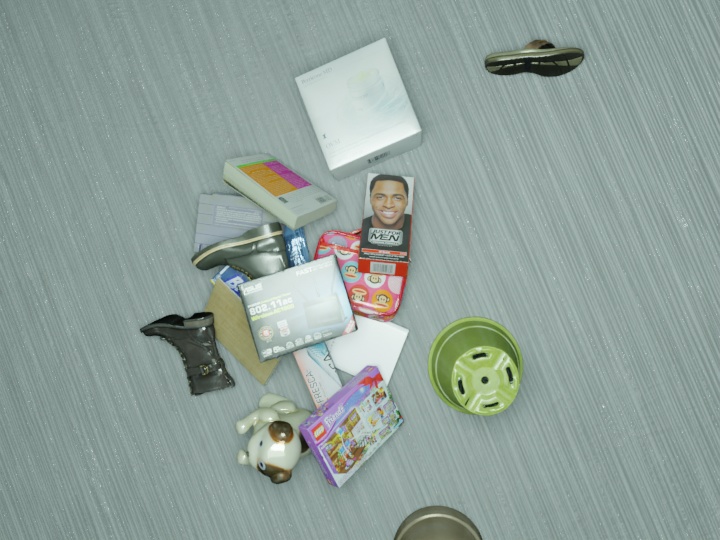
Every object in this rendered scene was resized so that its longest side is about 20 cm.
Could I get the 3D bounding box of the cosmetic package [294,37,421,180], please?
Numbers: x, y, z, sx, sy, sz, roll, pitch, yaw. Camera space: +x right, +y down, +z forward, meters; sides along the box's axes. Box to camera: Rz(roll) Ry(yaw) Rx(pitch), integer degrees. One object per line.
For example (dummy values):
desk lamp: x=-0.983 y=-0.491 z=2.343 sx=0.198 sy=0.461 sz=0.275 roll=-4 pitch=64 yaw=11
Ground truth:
cosmetic package: x=-0.001 y=-0.322 z=1.197 sx=0.197 sy=0.123 sz=0.203 roll=-22 pitch=86 yaw=5

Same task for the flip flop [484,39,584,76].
flip flop: x=0.351 y=-0.436 z=1.193 sx=0.196 sy=0.081 sz=0.059 roll=1 pitch=75 yaw=11

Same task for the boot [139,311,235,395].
boot: x=-0.371 y=0.184 z=1.253 sx=0.197 sy=0.069 sz=0.177 roll=-6 pitch=102 yaw=22

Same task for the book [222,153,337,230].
book: x=-0.160 y=-0.166 z=1.186 sx=0.199 sy=0.133 sz=0.049 roll=36 pitch=127 yaw=20

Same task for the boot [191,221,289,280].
boot: x=-0.231 y=0.002 z=1.171 sx=0.197 sy=0.077 sz=0.140 roll=-19 pitch=90 yaw=18

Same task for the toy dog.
toy dog: x=-0.156 y=0.344 z=1.163 sx=0.191 sy=0.200 sz=0.142 roll=12 pitch=91 yaw=6

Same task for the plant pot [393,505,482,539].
plant pot: x=0.155 y=0.589 z=1.144 sx=0.196 sy=0.174 sz=0.204 roll=0 pitch=88 yaw=5

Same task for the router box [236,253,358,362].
router box: x=-0.117 y=0.069 z=1.111 sx=0.197 sy=0.062 sz=0.152 roll=-18 pitch=91 yaw=-5

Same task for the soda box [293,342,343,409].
soda box: x=-0.082 y=0.209 z=1.196 sx=0.068 sy=0.064 sz=0.203 roll=-23 pitch=104 yaw=-6

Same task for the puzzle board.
puzzle board: x=-0.243 y=0.128 z=1.220 sx=0.200 sy=0.017 sz=0.151 roll=42 pitch=132 yaw=9

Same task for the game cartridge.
game cartridge: x=-0.250 y=-0.090 z=1.227 sx=0.197 sy=0.038 sz=0.132 roll=9 pitch=90 yaw=17

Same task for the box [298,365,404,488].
box: x=-0.013 y=0.301 z=1.158 sx=0.199 sy=0.039 sz=0.138 roll=-36 pitch=107 yaw=-34

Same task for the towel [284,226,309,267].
towel: x=-0.170 y=-0.066 z=1.247 sx=0.110 sy=0.049 sz=0.203 roll=-12 pitch=88 yaw=6

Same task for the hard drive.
hard drive: x=-0.013 y=0.147 z=1.239 sx=0.197 sy=0.025 sz=0.134 roll=23 pitch=91 yaw=6

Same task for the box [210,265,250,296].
box: x=-0.220 y=0.070 z=1.242 sx=0.070 sy=0.064 sz=0.200 roll=-42 pitch=86 yaw=4

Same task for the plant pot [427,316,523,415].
plant pot: x=0.228 y=0.197 z=1.133 sx=0.196 sy=0.190 sz=0.204 roll=0 pitch=90 yaw=6

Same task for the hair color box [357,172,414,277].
hair color box: x=0.052 y=-0.093 z=1.173 sx=0.100 sy=0.062 sz=0.203 roll=5 pitch=61 yaw=1

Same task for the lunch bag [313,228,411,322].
lunch bag: x=0.000 y=0.000 z=1.208 sx=0.197 sy=0.082 sz=0.179 roll=13 pitch=74 yaw=4
